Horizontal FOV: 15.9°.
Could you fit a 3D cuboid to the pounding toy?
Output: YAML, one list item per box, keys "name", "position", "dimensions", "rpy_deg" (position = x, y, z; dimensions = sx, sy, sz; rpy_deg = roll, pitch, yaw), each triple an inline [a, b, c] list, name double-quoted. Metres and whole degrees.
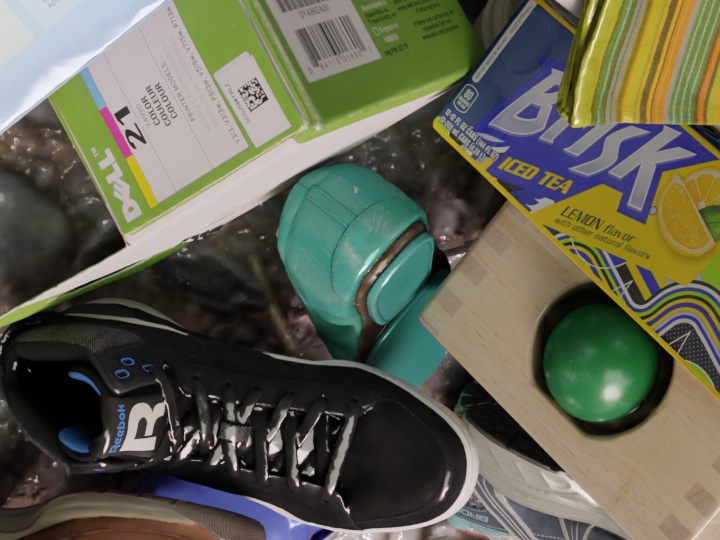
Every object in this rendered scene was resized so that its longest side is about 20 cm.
- name: "pounding toy"
  position: [0.148, 0.030, 1.062]
  dimensions: [0.142, 0.184, 0.200]
  rpy_deg: [-52, 154, 15]

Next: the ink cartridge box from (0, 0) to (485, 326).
- name: "ink cartridge box"
  position: [-0.071, -0.056, 1.012]
  dimensions: [0.200, 0.148, 0.076]
  rpy_deg: [-29, 88, 31]

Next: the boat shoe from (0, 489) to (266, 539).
- name: "boat shoe"
  position: [-0.120, 0.136, 1.099]
  dimensions: [0.199, 0.072, 0.076]
  rpy_deg: [-10, 161, 40]

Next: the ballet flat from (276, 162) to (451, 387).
- name: "ballet flat"
  position: [0.000, 0.000, 1.099]
  dimensions: [0.067, 0.070, 0.200]
  rpy_deg: [-45, 165, -9]

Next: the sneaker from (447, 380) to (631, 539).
- name: "sneaker"
  position: [0.125, 0.127, 1.194]
  dimensions: [0.200, 0.078, 0.087]
  rpy_deg: [32, 130, 15]

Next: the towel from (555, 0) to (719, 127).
- name: "towel"
  position: [0.169, -0.087, 0.905]
  dimensions: [0.199, 0.018, 0.086]
  rpy_deg: [0, 125, -22]

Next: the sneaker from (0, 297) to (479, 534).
- name: "sneaker"
  position: [-0.059, 0.069, 1.054]
  dimensions: [0.199, 0.112, 0.073]
  rpy_deg: [16, 101, 19]

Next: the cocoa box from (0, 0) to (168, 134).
- name: "cocoa box"
  position: [-0.175, -0.113, 0.936]
  dimensions: [0.200, 0.131, 0.133]
  rpy_deg: [-37, 113, 8]

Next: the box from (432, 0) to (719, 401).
- name: "box"
  position: [0.116, -0.020, 0.959]
  dimensions: [0.064, 0.200, 0.070]
  rpy_deg: [25, 106, -47]

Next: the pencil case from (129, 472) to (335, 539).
- name: "pencil case"
  position: [-0.075, 0.132, 1.165]
  dimensions: [0.087, 0.078, 0.200]
  rpy_deg: [42, 106, 2]

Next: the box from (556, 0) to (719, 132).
- name: "box"
  position: [0.104, -0.195, 0.944]
  dimensions: [0.199, 0.200, 0.171]
  rpy_deg: [33, 109, -33]

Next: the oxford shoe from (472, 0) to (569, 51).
- name: "oxford shoe"
  position: [0.124, -0.081, 1.114]
  dimensions: [0.199, 0.076, 0.058]
  rpy_deg: [11, 159, -32]
